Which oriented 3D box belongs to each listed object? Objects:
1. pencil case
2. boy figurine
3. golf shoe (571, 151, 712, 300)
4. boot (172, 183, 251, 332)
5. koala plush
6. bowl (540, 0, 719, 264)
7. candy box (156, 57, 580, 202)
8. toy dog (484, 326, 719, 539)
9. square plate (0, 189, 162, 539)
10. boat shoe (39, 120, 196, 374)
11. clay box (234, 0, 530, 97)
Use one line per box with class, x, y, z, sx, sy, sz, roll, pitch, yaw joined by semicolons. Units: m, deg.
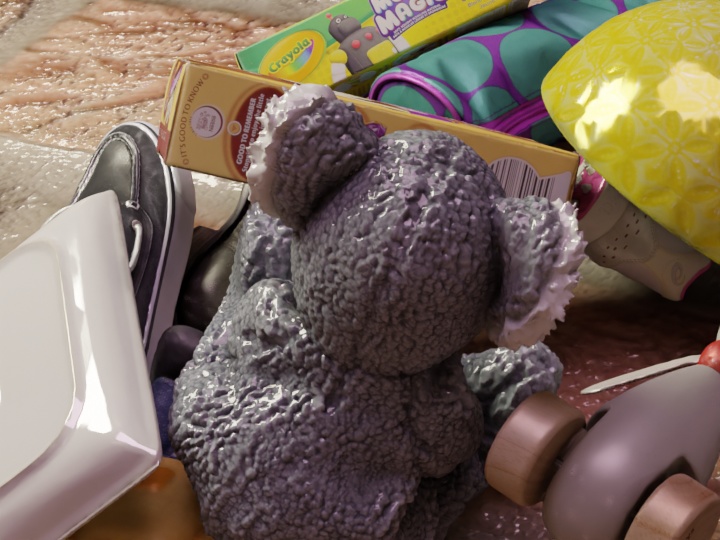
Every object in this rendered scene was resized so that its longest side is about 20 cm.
pencil case;0.102;-0.108;1.352;0.200;0.085;0.092;-27;29;-34
boy figurine;-0.104;0.110;1.086;0.124;0.065;0.200;18;38;9
golf shoe;0.152;-0.037;1.269;0.091;0.075;0.200;38;22;-2
boot;0.000;0.000;1.248;0.174;0.069;0.200;17;49;34
koala plush;0.010;0.020;1.031;0.177;0.200;0.184;31;42;6
bowl;0.202;-0.081;1.179;0.200;0.108;0.200;29;21;-12
candy box;0.000;-0.060;1.176;0.200;0.057;0.117;11;5;-9
toy dog;0.140;0.086;1.050;0.200;0.096;0.132;-14;49;-30
square plate;-0.184;0.072;1.095;0.198;0.028;0.200;-36;37;16
boat shoe;-0.138;-0.004;1.214;0.072;0.068;0.200;-17;51;32
clay box;0.002;-0.133;1.388;0.200;0.048;0.115;-24;-4;-1
